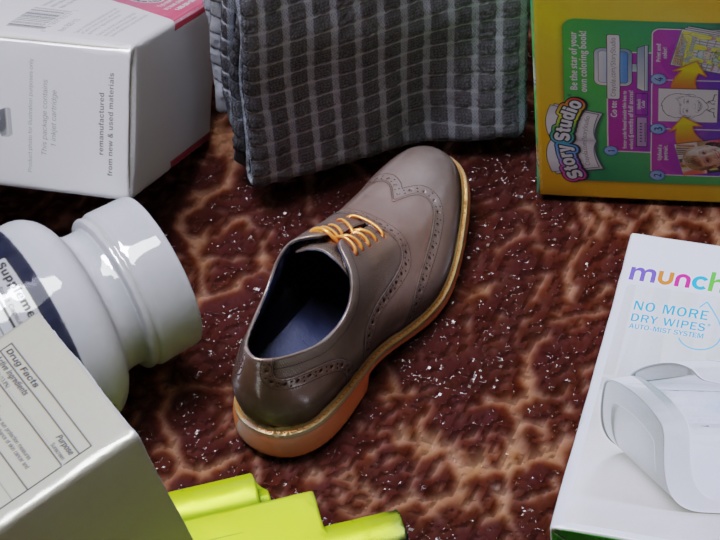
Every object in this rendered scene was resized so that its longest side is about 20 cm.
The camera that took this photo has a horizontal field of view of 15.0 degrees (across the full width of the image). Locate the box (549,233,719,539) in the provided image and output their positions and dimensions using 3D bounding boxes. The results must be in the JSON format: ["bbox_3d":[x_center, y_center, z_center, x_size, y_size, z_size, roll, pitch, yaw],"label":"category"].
[{"bbox_3d":[0.203,0.090,1.254,0.199,0.097,0.177,9,53,15],"label":"box"}]

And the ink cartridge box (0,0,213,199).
[{"bbox_3d":[-0.190,-0.103,1.430,0.199,0.083,0.147,7,18,12],"label":"ink cartridge box"}]

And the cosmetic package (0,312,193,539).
[{"bbox_3d":[-0.189,0.125,1.219,0.200,0.087,0.103,-34,47,-10],"label":"cosmetic package"}]

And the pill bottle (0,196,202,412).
[{"bbox_3d":[-0.181,0.044,1.320,0.200,0.111,0.111,-28,52,-18],"label":"pill bottle"}]

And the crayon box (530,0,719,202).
[{"bbox_3d":[0.146,-0.120,1.370,0.118,0.200,0.058,3,50,8],"label":"crayon box"}]

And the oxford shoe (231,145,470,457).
[{"bbox_3d":[0.000,0.000,1.365,0.071,0.073,0.200,17,52,20],"label":"oxford shoe"}]

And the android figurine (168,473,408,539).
[{"bbox_3d":[-0.066,0.171,1.245,0.199,0.041,0.182,-15,50,-8],"label":"android figurine"}]

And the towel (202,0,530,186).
[{"bbox_3d":[0.005,-0.136,1.401,0.165,0.200,0.086,-18,49,-12],"label":"towel"}]
